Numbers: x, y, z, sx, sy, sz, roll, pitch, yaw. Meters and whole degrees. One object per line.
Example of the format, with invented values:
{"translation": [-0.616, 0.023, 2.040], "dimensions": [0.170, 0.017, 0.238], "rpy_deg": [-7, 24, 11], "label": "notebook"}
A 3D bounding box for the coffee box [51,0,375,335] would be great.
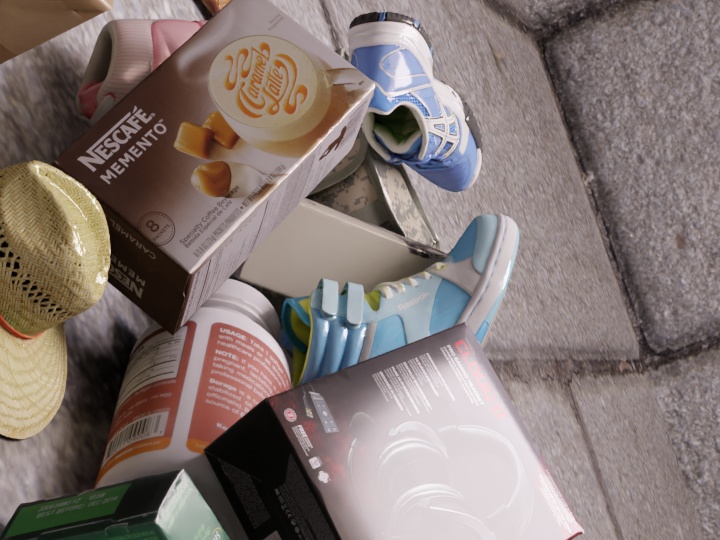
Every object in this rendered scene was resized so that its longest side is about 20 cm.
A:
{"translation": [-0.096, -0.074, 1.028], "dimensions": [0.114, 0.080, 0.200], "rpy_deg": [38, 57, 8], "label": "coffee box"}

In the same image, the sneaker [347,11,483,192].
{"translation": [0.036, -0.107, 1.194], "dimensions": [0.200, 0.075, 0.078], "rpy_deg": [47, 45, -52], "label": "sneaker"}

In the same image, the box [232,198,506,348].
{"translation": [0.000, 0.000, 1.159], "dimensions": [0.198, 0.069, 0.082], "rpy_deg": [21, 4, -22], "label": "box"}

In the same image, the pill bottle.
{"translation": [-0.101, 0.097, 1.015], "dimensions": [0.113, 0.111, 0.201], "rpy_deg": [59, 21, -30], "label": "pill bottle"}

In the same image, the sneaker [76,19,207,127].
{"translation": [-0.153, -0.080, 1.119], "dimensions": [0.104, 0.075, 0.203], "rpy_deg": [4, 86, -33], "label": "sneaker"}

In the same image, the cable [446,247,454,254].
{"translation": [0.028, 0.064, 1.337], "dimensions": [0.050, 0.200, 0.097], "rpy_deg": [47, 12, 6], "label": "cable"}

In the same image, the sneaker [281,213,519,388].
{"translation": [0.022, 0.020, 1.084], "dimensions": [0.201, 0.130, 0.080], "rpy_deg": [-62, 180, -29], "label": "sneaker"}

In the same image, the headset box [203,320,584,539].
{"translation": [0.029, 0.127, 0.939], "dimensions": [0.199, 0.077, 0.150], "rpy_deg": [-17, 74, -44], "label": "headset box"}

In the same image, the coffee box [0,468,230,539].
{"translation": [-0.102, 0.204, 0.876], "dimensions": [0.201, 0.122, 0.044], "rpy_deg": [60, 33, -24], "label": "coffee box"}

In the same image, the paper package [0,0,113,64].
{"translation": [-0.248, -0.260, 0.985], "dimensions": [0.190, 0.102, 0.202], "rpy_deg": [41, 34, -54], "label": "paper package"}

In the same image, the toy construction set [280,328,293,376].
{"translation": [0.021, 0.119, 1.133], "dimensions": [0.131, 0.092, 0.201], "rpy_deg": [20, 37, -60], "label": "toy construction set"}

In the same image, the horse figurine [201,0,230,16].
{"translation": [-0.138, -0.291, 1.411], "dimensions": [0.200, 0.049, 0.134], "rpy_deg": [49, 43, -66], "label": "horse figurine"}

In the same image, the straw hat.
{"translation": [-0.190, -0.013, 0.915], "dimensions": [0.202, 0.084, 0.202], "rpy_deg": [55, 23, -38], "label": "straw hat"}

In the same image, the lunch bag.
{"translation": [-0.047, -0.057, 1.258], "dimensions": [0.202, 0.162, 0.118], "rpy_deg": [63, 16, -18], "label": "lunch bag"}
